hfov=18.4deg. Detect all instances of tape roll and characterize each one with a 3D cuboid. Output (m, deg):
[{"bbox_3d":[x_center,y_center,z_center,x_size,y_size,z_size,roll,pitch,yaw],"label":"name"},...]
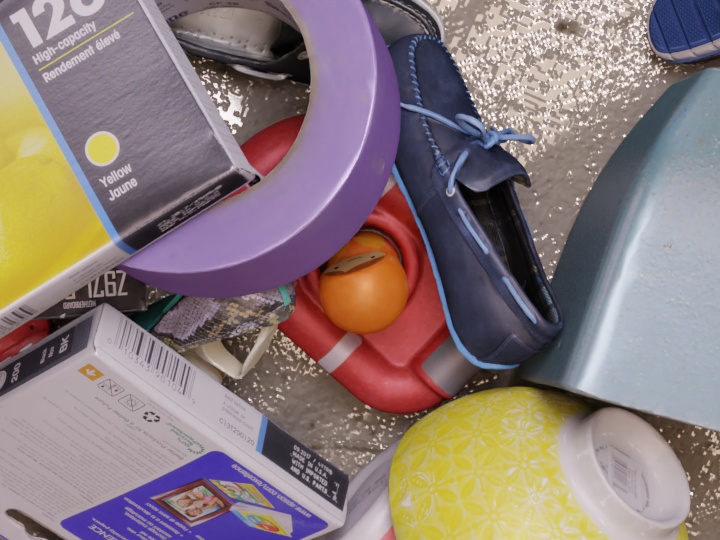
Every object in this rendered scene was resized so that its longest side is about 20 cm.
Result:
[{"bbox_3d":[-0.082,-0.089,1.180,0.200,0.085,0.200,-2,80,9],"label":"tape roll"}]

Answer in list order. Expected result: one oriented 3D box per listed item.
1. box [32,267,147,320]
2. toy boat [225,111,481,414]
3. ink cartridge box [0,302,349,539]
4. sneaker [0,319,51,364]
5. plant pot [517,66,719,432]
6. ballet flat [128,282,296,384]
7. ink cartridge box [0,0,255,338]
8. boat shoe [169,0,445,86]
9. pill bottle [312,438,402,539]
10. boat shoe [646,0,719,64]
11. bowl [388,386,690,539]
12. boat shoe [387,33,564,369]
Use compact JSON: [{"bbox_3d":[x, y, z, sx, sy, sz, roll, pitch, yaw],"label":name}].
[{"bbox_3d":[-0.231,-0.049,1.264,0.200,0.086,0.164,-5,91,-20],"label":"box"},{"bbox_3d":[0.000,0.000,1.297,0.200,0.131,0.131,41,99,-9],"label":"toy boat"},{"bbox_3d":[-0.143,0.119,1.317,0.200,0.043,0.198,-28,126,37],"label":"ink cartridge box"},{"bbox_3d":[-0.254,0.006,1.340,0.115,0.078,0.200,-14,104,-14],"label":"sneaker"},{"bbox_3d":[0.221,-0.005,1.273,0.196,0.196,0.200,16,89,-3],"label":"plant pot"},{"bbox_3d":[-0.098,0.041,1.289,0.072,0.072,0.200,45,142,-9],"label":"ballet flat"},{"bbox_3d":[-0.187,-0.080,1.132,0.198,0.047,0.200,-32,78,6],"label":"ink cartridge box"},{"bbox_3d":[-0.048,-0.144,1.300,0.200,0.060,0.076,6,101,-2],"label":"boat shoe"},{"bbox_3d":[0.072,0.202,1.353,0.200,0.109,0.109,40,99,-9],"label":"pill bottle"},{"bbox_3d":[0.262,-0.170,1.283,0.200,0.072,0.072,-28,57,29],"label":"boat shoe"},{"bbox_3d":[0.126,0.140,1.282,0.200,0.200,0.108,42,124,-9],"label":"bowl"},{"bbox_3d":[0.072,-0.046,1.265,0.069,0.084,0.200,-26,84,43],"label":"boat shoe"}]
